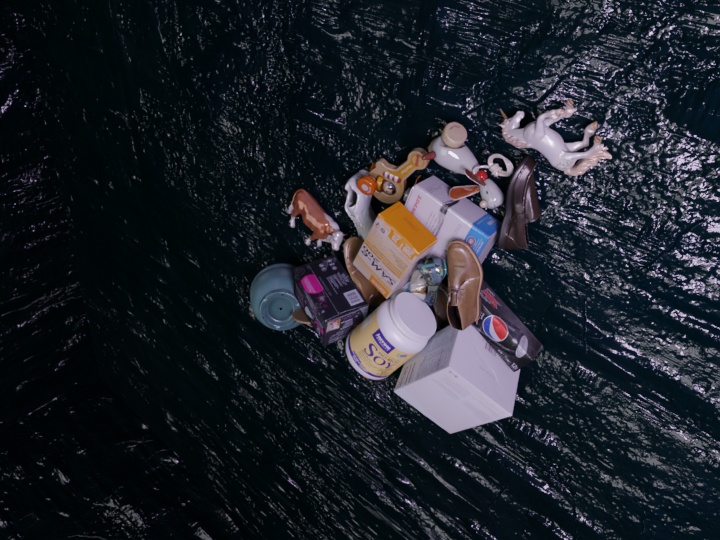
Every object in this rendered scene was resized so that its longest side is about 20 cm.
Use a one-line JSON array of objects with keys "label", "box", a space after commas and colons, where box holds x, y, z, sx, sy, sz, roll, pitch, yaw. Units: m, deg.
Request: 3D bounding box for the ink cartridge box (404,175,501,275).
[{"label": "ink cartridge box", "box": [0.191, -0.092, 1.138, 0.200, 0.084, 0.145, 40, 135, 18]}]

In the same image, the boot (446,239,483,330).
[{"label": "boot", "box": [0.211, 0.035, 1.081, 0.073, 0.075, 0.201, 7, 120, 37]}]

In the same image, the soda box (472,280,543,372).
[{"label": "soda box", "box": [0.310, 0.123, 1.156, 0.200, 0.071, 0.063, 49, 135, 11]}]

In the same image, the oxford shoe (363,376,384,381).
[{"label": "oxford shoe", "box": [0.070, 0.233, 1.451, 0.072, 0.071, 0.200, 20, 126, -1]}]

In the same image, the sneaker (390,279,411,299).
[{"label": "sneaker", "box": [0.123, 0.087, 1.304, 0.081, 0.076, 0.201, 23, 127, 30]}]

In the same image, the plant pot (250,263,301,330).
[{"label": "plant pot", "box": [-0.231, 0.094, 1.512, 0.200, 0.134, 0.201, -1, 109, -4]}]

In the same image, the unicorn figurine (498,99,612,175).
[{"label": "unicorn figurine", "box": [0.339, -0.243, 0.928, 0.200, 0.074, 0.137, 51, 147, 1]}]

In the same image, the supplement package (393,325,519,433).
[{"label": "supplement package", "box": [0.226, 0.251, 1.205, 0.191, 0.147, 0.200, 39, 138, -12]}]

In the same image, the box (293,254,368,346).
[{"label": "box", "box": [-0.081, 0.077, 1.376, 0.200, 0.132, 0.115, 55, 153, 34]}]

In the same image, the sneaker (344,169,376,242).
[{"label": "sneaker", "box": [-0.004, -0.146, 1.289, 0.070, 0.080, 0.201, 12, 124, 36]}]

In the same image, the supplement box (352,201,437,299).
[{"label": "supplement box", "box": [0.073, -0.041, 1.168, 0.126, 0.073, 0.200, 46, 145, 13]}]

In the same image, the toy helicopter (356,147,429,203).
[{"label": "toy helicopter", "box": [0.093, -0.208, 1.168, 0.132, 0.079, 0.200, 45, 145, -10]}]

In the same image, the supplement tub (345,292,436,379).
[{"label": "supplement tub", "box": [0.072, 0.158, 1.241, 0.146, 0.145, 0.200, 51, 127, 9]}]

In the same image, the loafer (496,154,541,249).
[{"label": "loafer", "box": [0.324, -0.129, 1.018, 0.071, 0.073, 0.201, 16, 125, 20]}]

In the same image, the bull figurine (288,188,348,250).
[{"label": "bull figurine", "box": [-0.122, -0.128, 1.415, 0.200, 0.065, 0.121, 54, 133, 6]}]

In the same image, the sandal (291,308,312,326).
[{"label": "sandal", "box": [-0.083, 0.144, 1.450, 0.078, 0.211, 0.070, -107, 12, -56]}]

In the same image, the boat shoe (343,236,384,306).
[{"label": "boat shoe", "box": [0.000, 0.000, 1.360, 0.201, 0.074, 0.069, 69, 168, -21]}]

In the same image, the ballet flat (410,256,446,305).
[{"label": "ballet flat", "box": [0.144, 0.026, 1.163, 0.074, 0.074, 0.200, 40, 159, 19]}]

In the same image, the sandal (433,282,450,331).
[{"label": "sandal", "box": [0.216, 0.123, 1.252, 0.080, 0.054, 0.200, -25, 95, 46]}]

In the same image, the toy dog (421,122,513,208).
[{"label": "toy dog", "box": [0.200, -0.203, 1.045, 0.200, 0.096, 0.132, 45, 160, 24]}]
